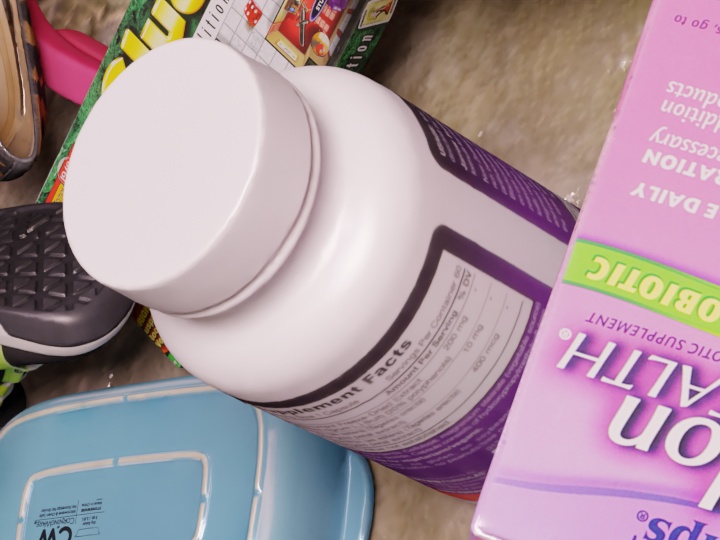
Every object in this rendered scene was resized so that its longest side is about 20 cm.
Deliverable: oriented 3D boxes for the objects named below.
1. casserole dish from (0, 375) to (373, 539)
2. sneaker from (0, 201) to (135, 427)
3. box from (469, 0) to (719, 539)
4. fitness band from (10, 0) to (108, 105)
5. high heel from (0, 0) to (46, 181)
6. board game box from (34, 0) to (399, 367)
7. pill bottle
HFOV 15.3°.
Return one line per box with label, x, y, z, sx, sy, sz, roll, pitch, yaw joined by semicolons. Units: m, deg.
casserole dish;-0.084;0.096;1.018;0.200;0.039;0.121;-10;64;38
sneaker;-0.144;0.023;1.079;0.072;0.083;0.200;-39;27;-29
box;0.103;0.025;0.752;0.096;0.176;0.200;17;69;8
fitness band;-0.093;-0.137;1.098;0.200;0.037;0.144;28;113;44
high heel;-0.159;-0.141;1.086;0.143;0.071;0.200;44;137;46
board game box;-0.054;-0.072;1.023;0.105;0.023;0.200;46;121;32
pill bottle;0.000;0.000;0.877;0.111;0.200;0.112;-18;59;34
